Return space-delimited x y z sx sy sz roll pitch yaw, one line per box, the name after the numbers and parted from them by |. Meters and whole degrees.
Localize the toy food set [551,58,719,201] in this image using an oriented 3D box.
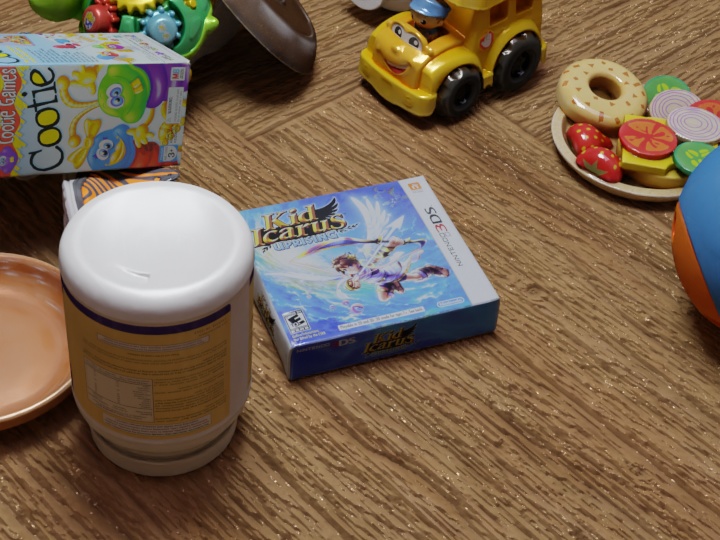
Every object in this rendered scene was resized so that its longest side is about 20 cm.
0.298 -0.145 1.424 0.196 0.049 0.201 9 43 4 | toy food set

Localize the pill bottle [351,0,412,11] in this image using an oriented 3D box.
0.066 -0.375 1.600 0.110 0.111 0.200 33 50 27 | pill bottle

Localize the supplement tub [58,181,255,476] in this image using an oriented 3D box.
-0.155 0.048 1.058 0.144 0.201 0.146 3 42 -3 | supplement tub

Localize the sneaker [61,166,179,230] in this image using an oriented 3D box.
-0.212 -0.056 1.233 0.111 0.078 0.200 -3 29 -11 | sneaker

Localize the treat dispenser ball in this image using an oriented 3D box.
0.374 -0.029 1.194 0.199 0.202 0.202 3 43 -3 | treat dispenser ball

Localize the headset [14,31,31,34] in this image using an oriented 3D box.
-0.377 -0.156 1.307 0.199 0.094 0.124 -34 42 3 | headset

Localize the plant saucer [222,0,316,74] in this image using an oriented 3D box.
-0.108 -0.298 1.458 0.032 0.200 0.201 -37 44 15 | plant saucer

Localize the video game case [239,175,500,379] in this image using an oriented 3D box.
0.000 0.000 1.240 0.198 0.046 0.182 -12 45 -18 | video game case

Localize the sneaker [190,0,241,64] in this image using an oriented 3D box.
-0.198 -0.267 1.482 0.079 0.079 0.200 29 49 16 | sneaker

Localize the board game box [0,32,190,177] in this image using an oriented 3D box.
-0.270 -0.153 1.240 0.199 0.104 0.105 -7 27 -35 | board game box

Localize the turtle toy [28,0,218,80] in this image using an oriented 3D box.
-0.239 -0.266 1.376 0.198 0.101 0.147 9 63 8 | turtle toy

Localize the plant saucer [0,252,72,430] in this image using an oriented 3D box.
-0.320 0.065 1.144 0.198 0.038 0.201 3 44 -2 | plant saucer

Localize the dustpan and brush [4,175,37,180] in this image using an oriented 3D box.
-0.331 -0.144 1.363 0.139 0.058 0.200 13 48 26 | dustpan and brush

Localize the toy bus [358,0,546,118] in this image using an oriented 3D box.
0.106 -0.282 1.448 0.199 0.193 0.136 -29 54 -30 | toy bus
